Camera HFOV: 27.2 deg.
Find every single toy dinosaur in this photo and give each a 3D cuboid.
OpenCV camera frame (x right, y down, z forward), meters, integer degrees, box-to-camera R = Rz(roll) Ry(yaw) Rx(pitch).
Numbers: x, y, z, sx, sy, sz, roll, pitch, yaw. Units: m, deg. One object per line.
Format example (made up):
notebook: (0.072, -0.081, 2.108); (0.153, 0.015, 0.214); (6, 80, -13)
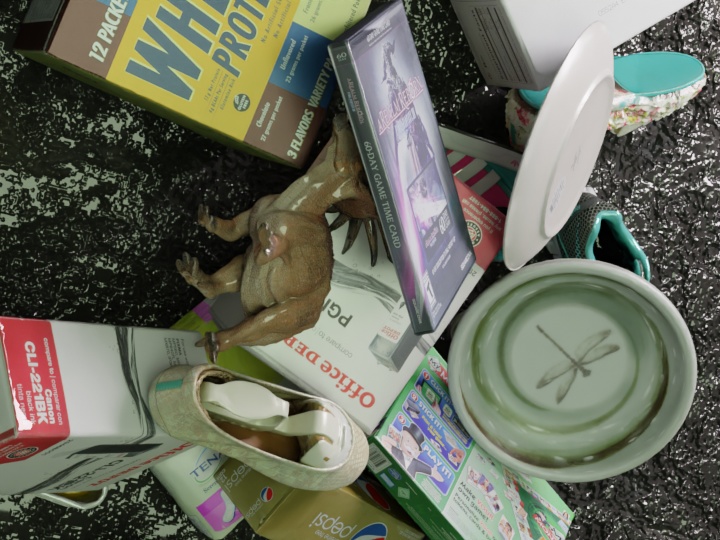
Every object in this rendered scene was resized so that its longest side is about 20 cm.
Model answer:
toy dinosaur: (-0.044, -0.004, 1.021); (0.134, 0.086, 0.201); (-4, 132, -37)

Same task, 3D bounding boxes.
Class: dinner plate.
dinner plate: (0.159, -0.092, 1.142); (0.024, 0.200, 0.202); (23, 90, 18)

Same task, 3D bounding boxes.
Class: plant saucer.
plant saucer: (0.169, 0.074, 1.198); (0.197, 0.050, 0.203); (3, 116, 5)

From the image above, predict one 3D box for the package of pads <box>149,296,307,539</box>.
package of pads: (-0.094, 0.096, 1.206); (0.199, 0.068, 0.155); (-40, 109, -10)

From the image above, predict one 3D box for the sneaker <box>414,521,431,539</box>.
sneaker: (0.065, 0.196, 1.276); (0.070, 0.099, 0.202); (-4, 68, -48)

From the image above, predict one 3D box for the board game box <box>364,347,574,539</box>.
board game box: (0.089, 0.174, 1.212); (0.029, 0.135, 0.200); (-34, 102, 35)

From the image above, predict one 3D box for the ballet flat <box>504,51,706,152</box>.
ballet flat: (0.206, -0.143, 1.279); (0.198, 0.076, 0.064); (-12, 138, -23)

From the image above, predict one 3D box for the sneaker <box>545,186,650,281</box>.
sneaker: (0.220, 0.020, 1.291); (0.077, 0.091, 0.202); (-31, 107, -11)

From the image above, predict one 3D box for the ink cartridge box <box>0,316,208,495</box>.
ink cartridge box: (-0.215, 0.099, 1.038); (0.199, 0.143, 0.085); (6, 63, -54)

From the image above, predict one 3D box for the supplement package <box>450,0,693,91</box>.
supplement package: (0.175, -0.265, 1.222); (0.199, 0.111, 0.157); (-31, 107, -13)

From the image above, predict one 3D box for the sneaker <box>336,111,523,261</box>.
sneaker: (0.059, -0.054, 1.233); (0.198, 0.083, 0.122); (16, 83, -22)

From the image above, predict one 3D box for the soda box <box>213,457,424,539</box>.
soda box: (-0.029, 0.189, 1.188); (0.064, 0.068, 0.200); (-47, 143, 3)

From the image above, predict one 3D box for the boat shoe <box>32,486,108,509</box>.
boat shoe: (-0.279, 0.129, 1.138); (0.201, 0.086, 0.075); (36, 86, -20)

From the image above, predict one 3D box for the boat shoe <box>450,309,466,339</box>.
boat shoe: (0.173, 0.066, 1.257); (0.198, 0.061, 0.072); (0, 134, 9)

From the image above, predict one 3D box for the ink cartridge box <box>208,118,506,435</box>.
ink cartridge box: (0.000, 0.000, 1.138); (0.145, 0.085, 0.201); (36, 91, -20)

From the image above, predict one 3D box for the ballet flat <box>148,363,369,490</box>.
ballet flat: (-0.057, 0.111, 1.042); (0.198, 0.062, 0.068); (19, 63, -38)

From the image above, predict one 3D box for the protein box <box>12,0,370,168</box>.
protein box: (-0.128, -0.181, 1.082); (0.197, 0.200, 0.136); (23, 91, -20)

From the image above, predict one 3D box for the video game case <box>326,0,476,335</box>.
video game case: (0.033, -0.075, 1.023); (0.019, 0.143, 0.202); (-11, 106, 20)
